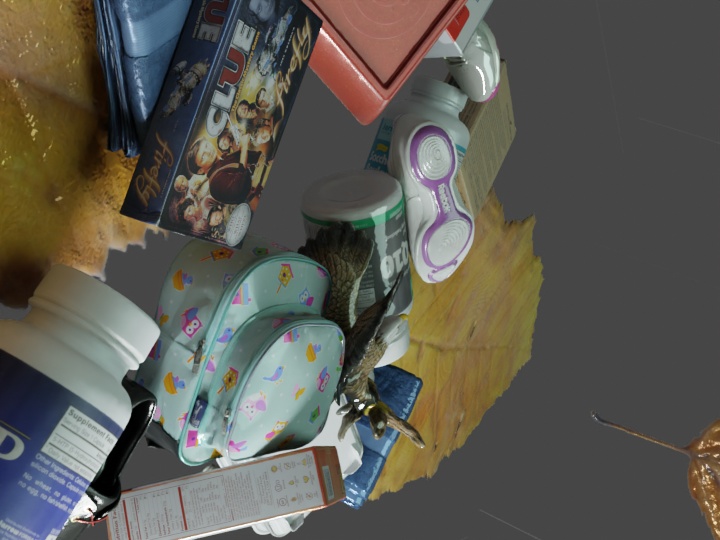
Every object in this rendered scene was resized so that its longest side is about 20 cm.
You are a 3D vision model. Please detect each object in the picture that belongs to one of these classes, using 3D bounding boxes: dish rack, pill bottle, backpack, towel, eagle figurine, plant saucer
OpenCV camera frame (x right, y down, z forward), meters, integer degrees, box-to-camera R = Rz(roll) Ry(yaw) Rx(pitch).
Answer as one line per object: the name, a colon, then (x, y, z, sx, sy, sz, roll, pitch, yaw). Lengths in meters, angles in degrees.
dish rack: (-0.068, 0.207, 1.057, 0.171, 0.043, 0.201, -40, 136, -23)
pill bottle: (0.000, 0.000, 1.038, 0.113, 0.112, 0.202, -44, 135, -47)
backpack: (-0.105, 0.069, 0.853, 0.175, 0.152, 0.202, 3, 100, -55)
pill bottle: (-0.227, 0.103, 0.631, 0.201, 0.119, 0.120, -61, 158, -20)
towel: (-0.143, -0.181, 0.660, 0.112, 0.048, 0.201, -49, 151, -42)
eagle figurine: (-0.008, 0.070, 0.946, 0.151, 0.150, 0.201, -66, 150, -45)
plant saucer: (0.017, -0.261, 0.817, 0.200, 0.037, 0.200, -52, 129, -6)
pill bottle: (0.064, -0.129, 1.126, 0.111, 0.110, 0.202, 9, 101, -68)
towel: (-0.001, 0.216, 1.281, 0.201, 0.111, 0.049, -61, 151, -17)

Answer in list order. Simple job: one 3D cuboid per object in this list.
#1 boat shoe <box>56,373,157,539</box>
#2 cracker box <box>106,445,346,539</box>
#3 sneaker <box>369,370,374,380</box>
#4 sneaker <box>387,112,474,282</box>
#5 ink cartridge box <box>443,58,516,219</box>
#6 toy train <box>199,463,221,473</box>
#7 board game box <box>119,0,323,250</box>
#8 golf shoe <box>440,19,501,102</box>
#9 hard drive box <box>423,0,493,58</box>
boat shoe: (-0.235, 0.181, 0.771, 0.203, 0.063, 0.074, -65, 161, -4)
cracker box: (-0.121, 0.213, 0.871, 0.134, 0.198, 0.058, 55, 22, -78)
sneaker: (-0.021, 0.112, 1.177, 0.200, 0.081, 0.089, 141, -39, -82)
sneaker: (0.075, -0.084, 1.044, 0.074, 0.100, 0.202, -17, 120, -15)
ink cartridge box: (0.154, -0.189, 1.335, 0.166, 0.075, 0.200, -64, 158, -15)
toy train: (-0.119, 0.154, 1.046, 0.150, 0.055, 0.201, 25, 93, -51)
board game box: (-0.100, -0.122, 0.706, 0.202, 0.034, 0.135, -70, 160, 2)
golf shoe: (0.093, -0.275, 1.048, 0.091, 0.075, 0.201, -38, 111, -35)
hard drive box: (0.081, -0.341, 0.933, 0.156, 0.076, 0.201, 45, 66, -39)
